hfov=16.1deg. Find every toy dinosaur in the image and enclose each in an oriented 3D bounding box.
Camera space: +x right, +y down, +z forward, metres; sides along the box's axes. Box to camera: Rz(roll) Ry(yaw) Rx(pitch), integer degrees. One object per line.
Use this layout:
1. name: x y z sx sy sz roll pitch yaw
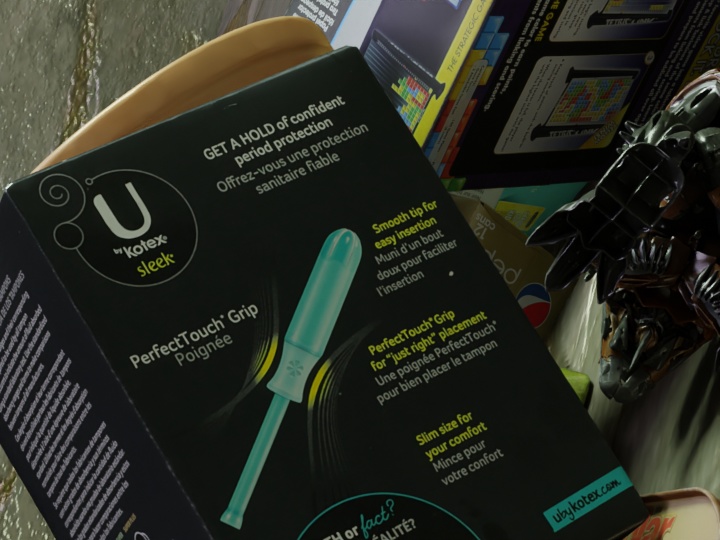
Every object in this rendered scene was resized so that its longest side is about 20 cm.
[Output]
1. toy dinosaur: 0.125 -0.032 0.897 0.136 0.102 0.200 -55 -29 -57

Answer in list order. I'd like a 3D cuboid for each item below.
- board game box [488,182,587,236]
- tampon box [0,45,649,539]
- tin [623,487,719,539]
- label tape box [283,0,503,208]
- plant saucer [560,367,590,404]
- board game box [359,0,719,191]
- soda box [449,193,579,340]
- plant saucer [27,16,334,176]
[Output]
1. board game box: 0.021 -0.037 1.292 0.200 0.047 0.151 -51 43 26
2. tampon box: -0.028 0.053 0.891 0.150 0.200 0.126 -24 -16 -29
3. tin: 0.097 0.132 0.860 0.200 0.042 0.112 151 134 -76
4. label tape box: -0.008 -0.038 1.237 0.143 0.066 0.200 42 108 49
5. plant saucer: 0.029 0.129 1.191 0.200 0.048 0.200 -171 101 -80
6. board game box: 0.096 -0.128 1.015 0.057 0.165 0.200 46 124 32
7. soda box: 0.000 0.000 1.091 0.200 0.064 0.068 16 74 56
8. plant saucer: -0.083 -0.022 1.030 0.200 0.037 0.200 -38 -12 -10
